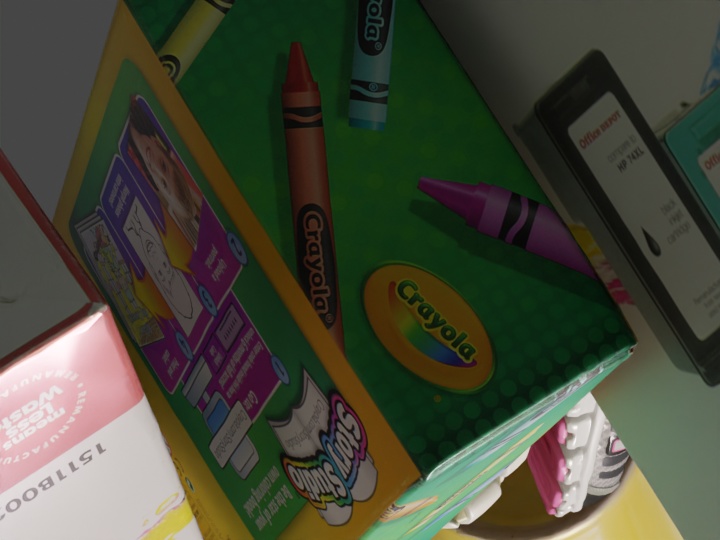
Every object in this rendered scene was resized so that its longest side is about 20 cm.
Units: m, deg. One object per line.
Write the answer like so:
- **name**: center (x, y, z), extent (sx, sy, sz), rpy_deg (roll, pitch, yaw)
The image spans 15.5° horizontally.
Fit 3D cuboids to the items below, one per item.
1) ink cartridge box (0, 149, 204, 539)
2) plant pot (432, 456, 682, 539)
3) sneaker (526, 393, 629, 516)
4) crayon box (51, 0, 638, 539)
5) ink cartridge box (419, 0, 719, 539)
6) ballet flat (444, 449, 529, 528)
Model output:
- **ink cartridge box**: center (-0.099, 0.064, 0.594), extent (0.116, 0.068, 0.200), rpy_deg (-33, 151, -10)
- **plant pot**: center (0.086, 0.110, 1.378), extent (0.200, 0.201, 0.189), rpy_deg (-32, 155, -7)
- **sneaker**: center (0.101, 0.026, 0.961), extent (0.087, 0.074, 0.200), rpy_deg (-16, 151, -12)
- **crayon box**: center (-0.016, 0.009, 0.625), extent (0.058, 0.119, 0.200), rpy_deg (-30, 171, -20)
- **ink cartridge box**: center (0.120, -0.043, 0.562), extent (0.146, 0.201, 0.146), rpy_deg (-28, 172, -29)
- **ballet flat**: center (0.026, 0.057, 0.942), extent (0.071, 0.072, 0.200), rpy_deg (-29, 161, -24)
